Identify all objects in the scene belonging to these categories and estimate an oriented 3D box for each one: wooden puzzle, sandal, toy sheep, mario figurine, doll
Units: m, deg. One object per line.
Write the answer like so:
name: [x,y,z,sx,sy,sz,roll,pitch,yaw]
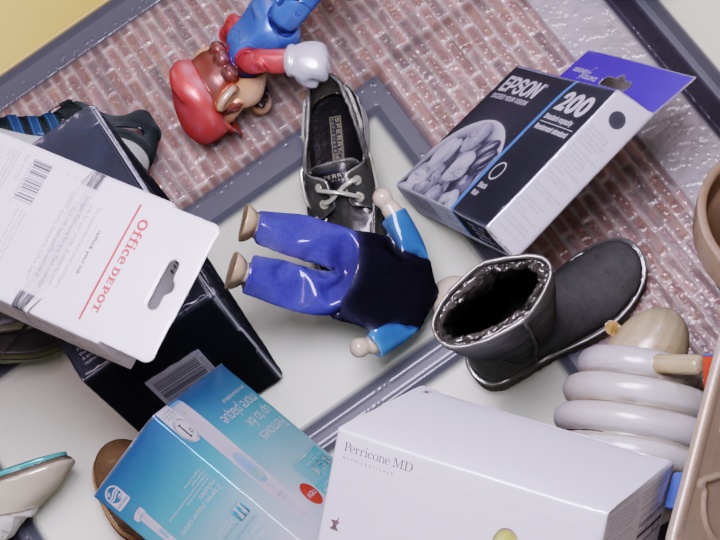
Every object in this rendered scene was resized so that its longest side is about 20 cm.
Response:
wooden puzzle: [0.283,0.149,1.580,0.046,0.185,0.201,-6,62,43]
sandal: [-0.339,0.053,1.827,0.200,0.057,0.080,6,64,0]
toy sheep: [0.206,0.124,1.624,0.137,0.138,0.201,10,76,17]
mario figurine: [-0.074,-0.181,1.826,0.106,0.123,0.200,42,109,-1]
doll: [0.000,0.000,1.727,0.199,0.048,0.137,16,78,-9]

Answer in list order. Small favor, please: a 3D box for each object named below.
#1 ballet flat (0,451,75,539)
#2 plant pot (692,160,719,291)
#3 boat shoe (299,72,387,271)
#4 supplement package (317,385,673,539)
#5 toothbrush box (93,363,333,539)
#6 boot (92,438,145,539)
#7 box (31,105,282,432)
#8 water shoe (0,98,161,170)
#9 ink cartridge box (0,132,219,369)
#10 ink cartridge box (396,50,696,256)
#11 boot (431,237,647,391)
ballet flat: [-0.317,0.197,1.762,0.199,0.069,0.070,-14,66,10]
plant pot: [0.343,-0.002,1.643,0.200,0.093,0.201,3,44,-3]
boat shoe: [-0.018,-0.065,1.789,0.070,0.064,0.201,-13,66,7]
supplement package: [0.093,0.171,1.526,0.199,0.156,0.111,15,104,21]
toothbrush box: [-0.074,0.179,1.620,0.200,0.146,0.085,41,111,5]
boot: [-0.156,0.183,1.697,0.074,0.076,0.200,-34,46,-10]
box: [-0.181,0.011,1.722,0.124,0.200,0.197,-33,65,0]
water shoe: [-0.265,-0.105,1.874,0.199,0.072,0.079,8,43,18]
ink cartridge box: [-0.198,-0.007,1.586,0.200,0.068,0.116,23,78,22]
ink cartridge box: [0.140,-0.107,1.716,0.200,0.043,0.198,-44,21,-7]
boot: [0.137,0.016,1.643,0.182,0.200,0.073,-40,68,-4]
